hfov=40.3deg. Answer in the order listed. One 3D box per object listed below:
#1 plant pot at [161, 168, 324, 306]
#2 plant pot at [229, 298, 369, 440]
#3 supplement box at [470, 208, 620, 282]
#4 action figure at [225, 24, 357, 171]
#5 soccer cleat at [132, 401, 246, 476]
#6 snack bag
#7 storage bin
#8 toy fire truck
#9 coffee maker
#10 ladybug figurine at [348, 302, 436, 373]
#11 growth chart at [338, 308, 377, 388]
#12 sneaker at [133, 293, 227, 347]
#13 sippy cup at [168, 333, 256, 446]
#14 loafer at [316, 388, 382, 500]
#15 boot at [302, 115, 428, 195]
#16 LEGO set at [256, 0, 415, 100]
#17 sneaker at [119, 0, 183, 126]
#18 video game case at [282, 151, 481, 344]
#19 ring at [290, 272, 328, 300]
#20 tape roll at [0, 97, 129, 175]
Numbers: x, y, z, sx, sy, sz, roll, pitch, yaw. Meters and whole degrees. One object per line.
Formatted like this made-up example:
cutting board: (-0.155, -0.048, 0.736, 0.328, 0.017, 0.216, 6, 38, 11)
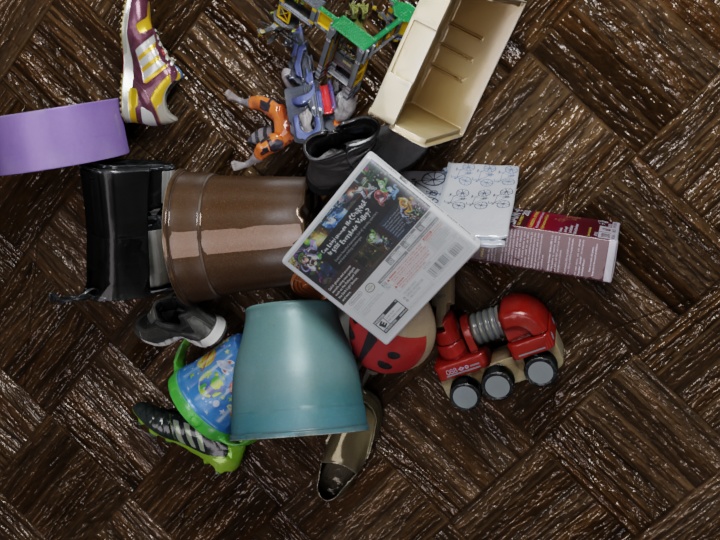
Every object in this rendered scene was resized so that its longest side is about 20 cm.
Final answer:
plant pot: (-0.158, -0.052, 1.417, 0.197, 0.200, 0.202, -2, 103, 10)
plant pot: (-0.092, 0.141, 1.403, 0.199, 0.200, 0.189, -7, 81, 18)
supplement box: (0.246, -0.040, 1.331, 0.199, 0.109, 0.061, 9, 108, 14)
action figure: (-0.095, -0.239, 1.408, 0.192, 0.105, 0.201, -8, 69, 17)
soccer cleat: (-0.275, 0.255, 1.597, 0.199, 0.068, 0.081, 29, 95, 6)
snack bag: (0.108, -0.093, 1.319, 0.199, 0.189, 0.022, 3, 126, 14)
storage bin: (0.112, -0.275, 1.264, 0.093, 0.198, 0.201, 30, 111, 12)
toy fire truck: (0.175, 0.067, 1.388, 0.175, 0.129, 0.201, -21, 107, 20)
coffee maker: (-0.363, -0.062, 1.469, 0.134, 0.192, 0.201, 7, 105, 32)
ladybug figurine: (0.036, 0.084, 1.389, 0.136, 0.072, 0.200, 43, 147, 16)
growth chart: (-0.029, 0.117, 1.505, 0.144, 0.018, 0.200, 38, 111, 4)
sneaker: (-0.298, 0.072, 1.513, 0.199, 0.067, 0.090, -1, 146, 42)
sippy cup: (-0.206, 0.173, 1.520, 0.130, 0.140, 0.178, -43, 105, 11)
loafer: (-0.018, 0.276, 1.512, 0.076, 0.067, 0.201, 17, 112, 3)
boot: (0.018, -0.170, 1.319, 0.199, 0.132, 0.070, -29, 77, -13)
LEGO set: (-0.030, -0.328, 1.334, 0.199, 0.154, 0.116, 32, 145, 4)
sneaker: (-0.306, -0.316, 1.456, 0.089, 0.075, 0.201, 4, 105, -2)
video game case: (0.024, -0.024, 1.258, 0.182, 0.023, 0.200, 38, 120, -6)
ring: (0.000, 0.000, 1.376, 0.200, 0.200, 0.019, -27, 67, 21)
tape roll: (-0.450, -0.199, 1.454, 0.199, 0.200, 0.086, -6, 102, 18)
